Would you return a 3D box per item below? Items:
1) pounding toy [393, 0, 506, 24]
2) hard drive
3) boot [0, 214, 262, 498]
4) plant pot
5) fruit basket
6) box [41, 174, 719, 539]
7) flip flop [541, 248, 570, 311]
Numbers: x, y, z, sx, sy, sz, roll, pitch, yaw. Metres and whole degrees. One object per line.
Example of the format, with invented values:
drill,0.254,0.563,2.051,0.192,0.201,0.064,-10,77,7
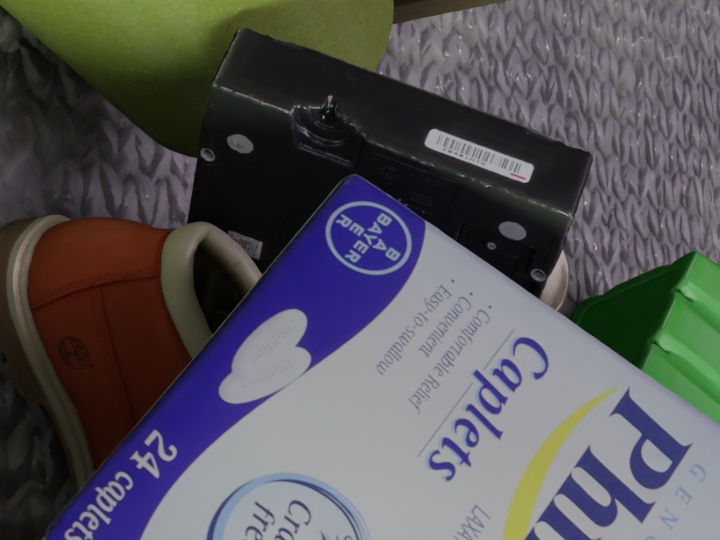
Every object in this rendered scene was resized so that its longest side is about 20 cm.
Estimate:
pounding toy,0.034,-0.232,0.960,0.200,0.184,0.142,34,57,-48
hard drive,0.000,0.000,0.826,0.200,0.140,0.038,105,6,-54
boot,-0.063,0.064,0.835,0.200,0.107,0.075,65,35,-28
plant pot,-0.073,-0.143,0.808,0.190,0.200,0.200,56,41,-50
fruit basket,0.181,0.124,1.161,0.216,0.155,0.216,21,57,-36
box,0.020,0.102,0.698,0.200,0.105,0.184,35,56,6
flip flop,0.053,-0.015,1.059,0.200,0.058,0.081,30,60,-49
